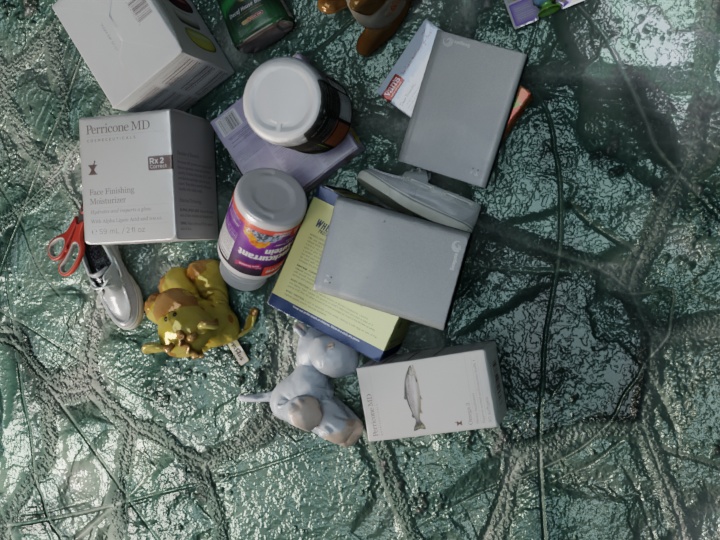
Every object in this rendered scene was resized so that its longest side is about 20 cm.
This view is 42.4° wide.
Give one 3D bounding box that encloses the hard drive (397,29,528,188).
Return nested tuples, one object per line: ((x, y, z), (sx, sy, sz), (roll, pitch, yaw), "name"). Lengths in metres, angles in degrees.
((0.150, -0.237, 1.365), (0.139, 0.033, 0.201), (19, 98, 14), "hard drive")

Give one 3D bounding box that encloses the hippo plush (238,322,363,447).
((-0.057, 0.176, 1.469), (0.199, 0.159, 0.162), (10, 74, 56), "hippo plush")

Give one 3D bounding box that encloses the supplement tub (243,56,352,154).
((-0.083, -0.235, 1.355), (0.122, 0.200, 0.124), (0, 92, 13), "supplement tub")

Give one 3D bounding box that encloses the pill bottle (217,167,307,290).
((-0.160, -0.056, 1.440), (0.111, 0.111, 0.200), (42, 142, 10), "pill bottle")

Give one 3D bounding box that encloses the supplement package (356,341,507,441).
((0.110, 0.182, 1.411), (0.199, 0.117, 0.118), (-10, 90, 16), "supplement package")

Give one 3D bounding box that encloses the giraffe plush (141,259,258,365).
((-0.278, 0.083, 1.493), (0.200, 0.162, 0.173), (41, 102, 11), "giraffe plush")

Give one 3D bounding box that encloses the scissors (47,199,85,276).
((-0.458, -0.085, 1.540), (0.073, 0.014, 0.201), (39, 102, 25), "scissors")

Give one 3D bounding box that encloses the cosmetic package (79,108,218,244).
((-0.337, -0.146, 1.499), (0.164, 0.165, 0.202), (-3, 91, 15), "cosmetic package")

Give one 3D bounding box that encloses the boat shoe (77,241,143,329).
((-0.434, 0.007, 1.574), (0.070, 0.071, 0.202), (-23, 86, 16), "boat shoe")

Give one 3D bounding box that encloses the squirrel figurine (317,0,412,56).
((0.008, -0.473, 1.421), (0.200, 0.142, 0.187), (-39, 71, 0), "squirrel figurine")

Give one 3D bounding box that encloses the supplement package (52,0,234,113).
((-0.337, -0.364, 1.472), (0.147, 0.200, 0.192), (-33, 84, 14), "supplement package")

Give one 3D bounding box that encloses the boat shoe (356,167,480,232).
((0.093, -0.119, 1.436), (0.200, 0.070, 0.072), (28, 82, 13), "boat shoe")

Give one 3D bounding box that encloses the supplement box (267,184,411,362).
((0.000, 0.000, 1.425), (0.199, 0.134, 0.201), (26, 99, 12), "supplement box")

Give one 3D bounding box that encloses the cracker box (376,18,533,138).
((0.143, -0.267, 1.413), (0.200, 0.058, 0.134), (38, 102, 10), "cracker box")

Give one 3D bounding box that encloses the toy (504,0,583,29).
((0.248, -0.476, 1.378), (0.114, 0.047, 0.201), (-20, 88, 14), "toy")

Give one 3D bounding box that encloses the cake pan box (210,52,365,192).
((-0.121, -0.214, 1.495), (0.199, 0.052, 0.185), (-36, 81, 14), "cake pan box")

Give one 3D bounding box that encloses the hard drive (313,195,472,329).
((0.045, -0.012, 1.318), (0.199, 0.033, 0.141), (17, 96, 12), "hard drive")

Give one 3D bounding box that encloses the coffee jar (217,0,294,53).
((-0.192, -0.459, 1.485), (0.104, 0.085, 0.201), (-28, 84, 15), "coffee jar")
